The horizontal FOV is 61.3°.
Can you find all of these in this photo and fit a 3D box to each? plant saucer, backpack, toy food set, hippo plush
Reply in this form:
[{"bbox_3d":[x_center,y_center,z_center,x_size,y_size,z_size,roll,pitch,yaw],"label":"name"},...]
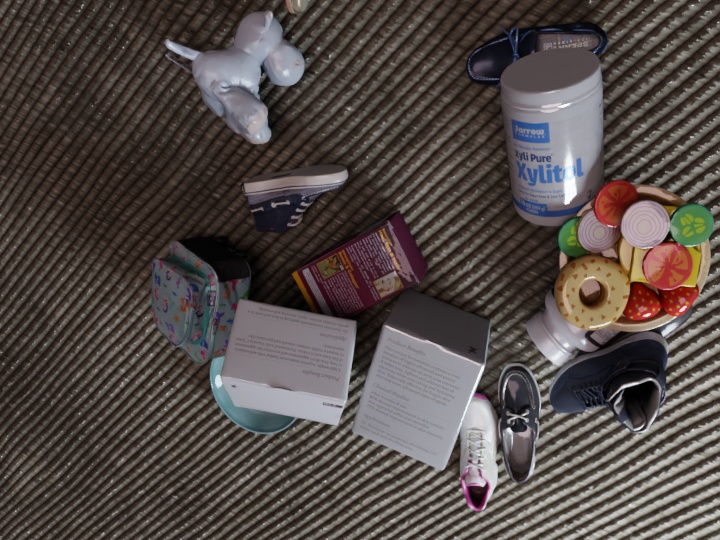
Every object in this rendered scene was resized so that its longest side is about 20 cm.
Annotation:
[{"bbox_3d":[-0.195,0.214,1.167,0.194,0.036,0.206,5,107,15],"label":"plant saucer"},{"bbox_3d":[-0.282,0.062,1.080,0.176,0.148,0.205,28,123,40],"label":"backpack"},{"bbox_3d":[0.358,-0.016,0.802,0.194,0.049,0.204,5,102,12],"label":"toy food set"},{"bbox_3d":[-0.180,-0.323,0.964,0.200,0.159,0.162,43,83,-16],"label":"hippo plush"}]

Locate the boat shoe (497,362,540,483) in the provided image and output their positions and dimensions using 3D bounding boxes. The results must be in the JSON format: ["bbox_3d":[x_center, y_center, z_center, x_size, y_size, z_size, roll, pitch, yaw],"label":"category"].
[{"bbox_3d":[0.266,0.260,1.028,0.072,0.060,0.206,3,107,17],"label":"boat shoe"}]

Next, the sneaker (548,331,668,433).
[{"bbox_3d":[0.346,0.180,0.872,0.077,0.146,0.202,45,126,-4],"label":"sneaker"}]

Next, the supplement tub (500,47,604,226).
[{"bbox_3d":[0.263,-0.177,0.825,0.128,0.134,0.203,-6,128,18],"label":"supplement tub"}]

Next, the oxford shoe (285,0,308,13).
[{"bbox_3d":[-0.063,-0.482,0.896,0.072,0.071,0.205,19,111,7],"label":"oxford shoe"}]

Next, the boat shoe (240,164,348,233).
[{"bbox_3d":[-0.104,-0.119,1.025,0.195,0.075,0.095,-3,113,26],"label":"boat shoe"}]

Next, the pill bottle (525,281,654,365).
[{"bbox_3d":[0.349,0.048,0.910,0.111,0.111,0.200,44,113,-1],"label":"pill bottle"}]

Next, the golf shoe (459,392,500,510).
[{"bbox_3d":[0.205,0.316,1.048,0.073,0.091,0.206,-3,104,18],"label":"golf shoe"}]

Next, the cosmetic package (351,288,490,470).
[{"bbox_3d":[0.102,0.171,0.993,0.163,0.166,0.205,21,112,9],"label":"cosmetic package"}]

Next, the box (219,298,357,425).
[{"bbox_3d":[-0.113,0.158,1.002,0.193,0.201,0.134,11,66,-1],"label":"box"}]

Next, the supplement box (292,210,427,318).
[{"bbox_3d":[0.000,0.000,1.015,0.197,0.086,0.112,-27,97,23],"label":"supplement box"}]

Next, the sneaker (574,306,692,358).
[{"bbox_3d":[0.439,0.122,0.934,0.106,0.075,0.200,43,123,-4],"label":"sneaker"}]

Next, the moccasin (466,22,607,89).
[{"bbox_3d":[0.243,-0.314,0.855,0.195,0.068,0.083,-12,103,20],"label":"moccasin"}]
